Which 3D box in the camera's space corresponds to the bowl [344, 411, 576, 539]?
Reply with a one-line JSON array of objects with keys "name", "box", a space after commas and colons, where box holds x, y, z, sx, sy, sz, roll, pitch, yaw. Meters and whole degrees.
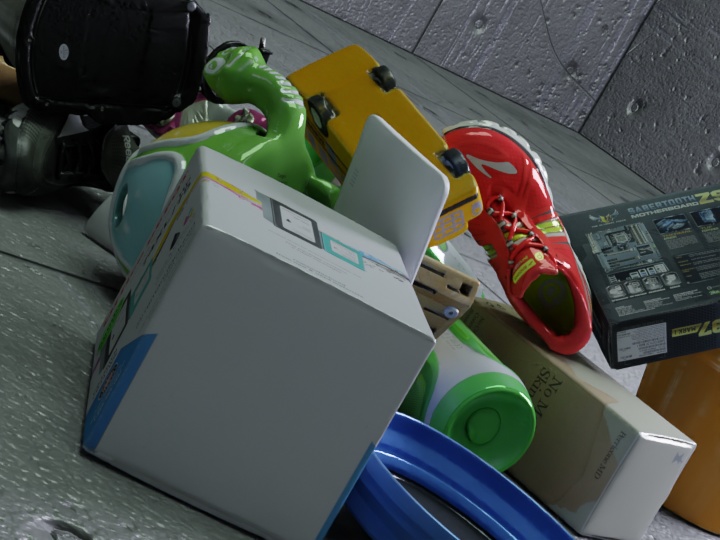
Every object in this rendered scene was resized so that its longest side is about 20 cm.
[{"name": "bowl", "box": [0.067, 0.159, 1.183, 0.201, 0.039, 0.201, 36, 11, -8]}]

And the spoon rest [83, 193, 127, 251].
[{"name": "spoon rest", "box": [-0.142, -0.046, 1.543, 0.099, 0.061, 0.200, 33, 13, 15]}]

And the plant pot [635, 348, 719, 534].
[{"name": "plant pot", "box": [0.312, 0.114, 1.659, 0.200, 0.183, 0.200, 29, 12, -7]}]

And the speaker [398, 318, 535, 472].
[{"name": "speaker", "box": [0.054, 0.073, 1.452, 0.088, 0.089, 0.200, 23, 13, -30]}]

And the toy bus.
[{"name": "toy bus", "box": [0.016, -0.084, 1.430, 0.200, 0.065, 0.078, 53, -17, 41]}]

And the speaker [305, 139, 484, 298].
[{"name": "speaker", "box": [0.017, -0.023, 1.580, 0.200, 0.088, 0.088, 51, 2, -25]}]

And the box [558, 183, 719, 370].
[{"name": "box", "box": [0.270, -0.003, 1.556, 0.200, 0.051, 0.158, -11, 36, -5]}]

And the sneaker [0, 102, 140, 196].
[{"name": "sneaker", "box": [-0.213, -0.091, 1.492, 0.090, 0.067, 0.200, 8, 8, 6]}]

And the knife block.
[{"name": "knife block", "box": [0.000, 0.000, 1.431, 0.064, 0.200, 0.176, 24, 42, -25]}]

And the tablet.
[{"name": "tablet", "box": [-0.004, 0.008, 1.300, 0.014, 0.200, 0.130, 12, 18, -28]}]

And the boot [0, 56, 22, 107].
[{"name": "boot", "box": [-0.310, -0.163, 1.641, 0.200, 0.066, 0.175, 23, 3, -31]}]

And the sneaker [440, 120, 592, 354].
[{"name": "sneaker", "box": [0.121, -0.024, 1.460, 0.200, 0.077, 0.085, 55, 11, -21]}]

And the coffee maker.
[{"name": "coffee maker", "box": [-0.205, -0.184, 1.525, 0.192, 0.135, 0.200, 29, 5, -32]}]

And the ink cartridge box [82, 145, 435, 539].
[{"name": "ink cartridge box", "box": [-0.063, 0.040, 1.154, 0.146, 0.147, 0.200, 27, 11, -12]}]

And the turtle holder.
[{"name": "turtle holder", "box": [-0.103, -0.049, 1.363, 0.132, 0.186, 0.141, 22, 35, 32]}]

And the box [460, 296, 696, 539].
[{"name": "box", "box": [0.146, 0.111, 1.495, 0.078, 0.095, 0.200, 16, 17, -46]}]

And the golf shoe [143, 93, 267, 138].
[{"name": "golf shoe", "box": [-0.098, -0.083, 1.529, 0.200, 0.075, 0.092, 47, -8, 49]}]
